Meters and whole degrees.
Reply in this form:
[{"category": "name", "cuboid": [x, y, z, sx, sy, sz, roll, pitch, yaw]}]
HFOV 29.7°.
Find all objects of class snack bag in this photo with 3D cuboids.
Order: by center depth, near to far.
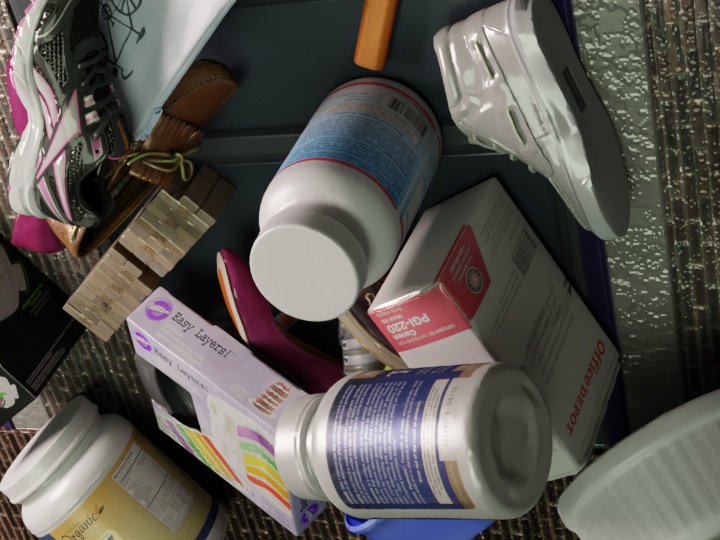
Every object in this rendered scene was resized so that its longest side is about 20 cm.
[{"category": "snack bag", "cuboid": [-0.177, -0.230, 1.029, 0.201, 0.021, 0.189, 52, 128, 12]}]

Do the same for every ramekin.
[{"category": "ramekin", "cuboid": [0.266, 0.182, 1.088, 0.203, 0.201, 0.095, -53, 55, 39]}]

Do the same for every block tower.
[{"category": "block tower", "cuboid": [-0.191, -0.019, 1.215, 0.054, 0.058, 0.200, 39, 127, -10]}]

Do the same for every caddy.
[{"category": "caddy", "cuboid": [0.061, 0.168, 1.200, 0.105, 0.142, 0.200, 36, 129, -12]}]

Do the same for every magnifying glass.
[{"category": "magnifying glass", "cuboid": [0.023, -0.238, 0.993, 0.079, 0.022, 0.201, 18, 130, 8]}]

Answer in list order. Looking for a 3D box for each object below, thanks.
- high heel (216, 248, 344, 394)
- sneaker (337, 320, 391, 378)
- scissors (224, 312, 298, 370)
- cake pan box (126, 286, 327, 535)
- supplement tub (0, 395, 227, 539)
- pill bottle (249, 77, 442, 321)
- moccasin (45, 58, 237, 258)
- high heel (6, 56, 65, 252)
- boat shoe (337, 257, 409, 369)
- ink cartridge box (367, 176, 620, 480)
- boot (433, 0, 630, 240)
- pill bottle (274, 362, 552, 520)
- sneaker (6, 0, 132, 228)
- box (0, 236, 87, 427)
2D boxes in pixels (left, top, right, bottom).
[{"category": "high heel", "cuboid": [-0.059, 0.050, 1.212, 0.095, 0.068, 0.201, -25, 124, -7]}, {"category": "sneaker", "cuboid": [0.011, 0.077, 1.189, 0.081, 0.074, 0.201, 34, 109, 10]}, {"category": "scissors", "cuboid": [-0.079, 0.047, 1.246, 0.073, 0.014, 0.200, 33, 130, -5]}, {"category": "cake pan box", "cuboid": [-0.120, 0.127, 1.231, 0.199, 0.052, 0.185, 34, 149, 26]}, {"category": "supplement tub", "cuboid": [-0.248, 0.236, 1.366, 0.200, 0.145, 0.144, 44, 128, -14]}, {"category": "pill bottle", "cuboid": [-0.012, -0.054, 1.025, 0.108, 0.201, 0.110, 10, 128, 14]}, {"category": "moccasin", "cuboid": [-0.175, -0.091, 1.107, 0.201, 0.074, 0.078, -40, 66, 7]}, {"category": "high heel", "cuboid": [-0.291, -0.094, 1.174, 0.095, 0.068, 0.201, -6, 127, 11]}, {"category": "boat shoe", "cuboid": [0.000, 0.000, 1.112, 0.065, 0.072, 0.200, -44, 72, 15]}, {"category": "ink cartridge box", "cuboid": [0.113, 0.053, 1.090, 0.084, 0.146, 0.200, -24, 113, 39]}, {"category": "boot", "cuboid": [0.129, -0.107, 1.026, 0.095, 0.074, 0.201, -13, 111, 35]}, {"category": "pill bottle", "cuboid": [0.034, 0.129, 1.018, 0.199, 0.111, 0.112, -8, 122, 39]}, {"category": "sneaker", "cuboid": [-0.211, -0.123, 1.041, 0.086, 0.080, 0.202, 22, 125, 16]}, {"category": "box", "cuboid": [-0.392, 0.049, 1.296, 0.200, 0.125, 0.148, 45, 126, -13]}]
